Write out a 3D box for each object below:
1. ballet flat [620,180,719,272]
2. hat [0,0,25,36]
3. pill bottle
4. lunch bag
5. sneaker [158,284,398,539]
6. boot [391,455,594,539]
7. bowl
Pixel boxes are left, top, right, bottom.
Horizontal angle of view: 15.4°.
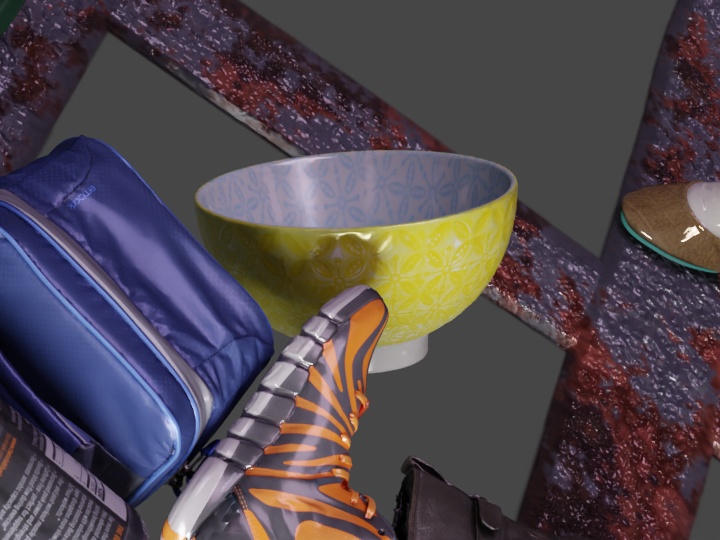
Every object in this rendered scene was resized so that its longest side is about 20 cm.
[{"bbox_3d":[0.285,-0.024,1.924,0.199,0.072,0.068,27,43,-18],"label":"ballet flat"},{"bbox_3d":[-0.297,-0.233,1.613,0.175,0.201,0.166,29,-12,29],"label":"hat"},{"bbox_3d":[-0.181,0.136,1.369,0.200,0.106,0.107,42,39,-20],"label":"pill bottle"},{"bbox_3d":[-0.154,0.045,1.458,0.200,0.136,0.132,46,41,1],"label":"lunch bag"},{"bbox_3d":[-0.015,0.107,1.450,0.112,0.078,0.200,31,64,7],"label":"sneaker"},{"bbox_3d":[0.088,0.214,1.578,0.173,0.069,0.201,19,42,-18],"label":"boot"},{"bbox_3d":[0.000,0.000,1.628,0.200,0.199,0.109,-21,113,-47],"label":"bowl"}]
